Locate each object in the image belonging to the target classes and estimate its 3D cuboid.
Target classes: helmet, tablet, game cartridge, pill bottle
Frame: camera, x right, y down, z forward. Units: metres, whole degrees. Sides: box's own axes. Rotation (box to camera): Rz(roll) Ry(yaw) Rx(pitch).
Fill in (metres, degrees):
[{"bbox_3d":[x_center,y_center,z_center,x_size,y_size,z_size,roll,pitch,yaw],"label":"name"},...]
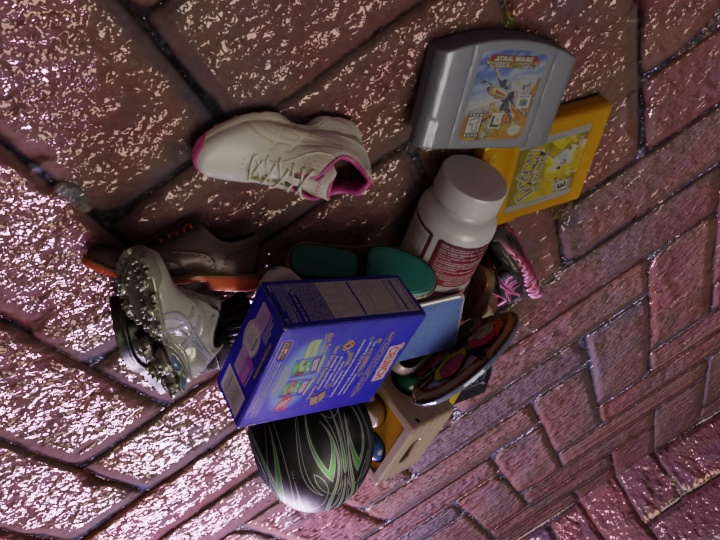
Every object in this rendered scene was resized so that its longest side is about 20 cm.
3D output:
[{"bbox_3d":[-0.070,0.253,1.070,0.197,0.192,0.201,-23,152,-13],"label":"helmet"},{"bbox_3d":[0.044,0.090,0.988,0.196,0.014,0.131,-13,143,-10],"label":"tablet"},{"bbox_3d":[0.240,-0.143,1.004,0.197,0.033,0.178,-20,143,-18],"label":"game cartridge"},{"bbox_3d":[0.116,-0.046,0.962,0.108,0.110,0.202,-8,139,-29],"label":"pill bottle"},{"bbox_3d":[0.157,-0.209,0.840,0.197,0.042,0.135,-7,132,-26],"label":"game cartridge"}]

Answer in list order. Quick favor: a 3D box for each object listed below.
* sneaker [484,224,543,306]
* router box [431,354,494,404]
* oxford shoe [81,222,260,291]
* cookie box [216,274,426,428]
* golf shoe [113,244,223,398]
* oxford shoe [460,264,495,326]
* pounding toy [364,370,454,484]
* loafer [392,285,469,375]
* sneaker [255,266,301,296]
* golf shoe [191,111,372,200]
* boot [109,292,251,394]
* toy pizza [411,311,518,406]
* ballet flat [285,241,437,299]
[{"bbox_3d":[0.224,0.002,1.145,0.094,0.080,0.200,-21,144,16],"label":"sneaker"},{"bbox_3d":[0.169,0.177,1.321,0.155,0.053,0.202,-17,143,-18],"label":"router box"},{"bbox_3d":[-0.207,-0.021,0.809,0.197,0.071,0.074,4,100,-30],"label":"oxford shoe"},{"bbox_3d":[-0.046,0.092,0.851,0.197,0.076,0.172,-2,136,-38],"label":"cookie box"},{"bbox_3d":[-0.197,0.039,0.768,0.097,0.078,0.202,-35,146,-30],"label":"golf shoe"},{"bbox_3d":[0.183,0.052,1.165,0.072,0.072,0.201,-9,150,-19],"label":"oxford shoe"},{"bbox_3d":[0.029,0.208,1.164,0.141,0.185,0.202,-15,144,-41],"label":"pounding toy"},{"bbox_3d":[0.108,0.072,1.078,0.203,0.075,0.068,-63,-176,3],"label":"loafer"},{"bbox_3d":[-0.105,0.041,0.903,0.075,0.106,0.202,-24,145,-14],"label":"sneaker"},{"bbox_3d":[-0.074,-0.115,0.755,0.197,0.092,0.076,-8,141,-27],"label":"golf shoe"},{"bbox_3d":[-0.205,0.070,0.886,0.155,0.080,0.212,-20,154,-4],"label":"boot"},{"bbox_3d":[0.147,0.121,1.059,0.199,0.032,0.200,-41,-175,4],"label":"toy pizza"},{"bbox_3d":[0.000,0.000,0.934,0.196,0.069,0.067,12,165,-8],"label":"ballet flat"}]
